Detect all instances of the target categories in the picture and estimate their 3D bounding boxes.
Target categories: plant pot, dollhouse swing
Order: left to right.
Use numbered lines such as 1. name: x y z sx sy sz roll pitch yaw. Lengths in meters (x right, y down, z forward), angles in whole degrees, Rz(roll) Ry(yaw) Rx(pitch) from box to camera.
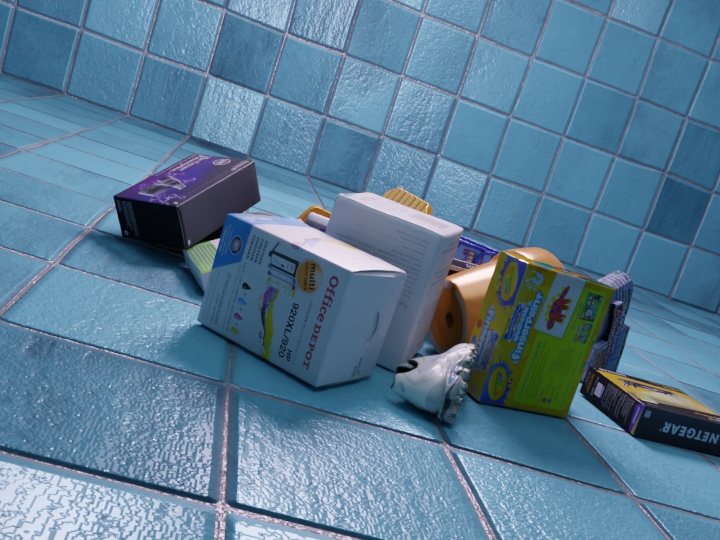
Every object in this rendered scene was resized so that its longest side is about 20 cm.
1. dollhouse swing: 0.000 -0.096 1.513 0.180 0.178 0.200 26 7 -30
2. plant pot: 0.210 0.069 1.294 0.180 0.204 0.200 -4 20 -26

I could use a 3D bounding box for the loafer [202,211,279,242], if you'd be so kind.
1. loafer: -0.214 -0.063 1.393 0.196 0.077 0.068 8 21 5

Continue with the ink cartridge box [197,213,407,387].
1. ink cartridge box: -0.072 0.033 1.019 0.198 0.149 0.144 24 12 28

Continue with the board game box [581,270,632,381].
1. board game box: 0.439 0.120 1.509 0.061 0.203 0.199 24 25 31

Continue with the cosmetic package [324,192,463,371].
1. cosmetic package: 0.031 0.009 1.181 0.164 0.203 0.167 21 11 13

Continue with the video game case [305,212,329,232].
1. video game case: 0.000 0.000 1.349 0.197 0.022 0.183 21 -34 11

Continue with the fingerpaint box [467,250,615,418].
1. fingerpaint box: 0.246 0.092 1.154 0.165 0.203 0.073 13 10 -27

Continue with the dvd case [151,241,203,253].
1. dvd case: -0.300 -0.058 1.432 0.147 0.016 0.200 15 13 -21

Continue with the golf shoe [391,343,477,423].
1. golf shoe: 0.097 0.129 1.054 0.096 0.080 0.200 15 8 13

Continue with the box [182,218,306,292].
1. box: -0.159 -0.025 1.231 0.197 0.037 0.144 -14 21 -18

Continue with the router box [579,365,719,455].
1. router box: 0.479 0.225 1.312 0.197 0.053 0.157 16 11 -21

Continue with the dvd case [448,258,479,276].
1. dvd case: 0.177 0.046 1.449 0.197 0.151 0.025 15 44 -24

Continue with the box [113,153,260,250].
1. box: -0.278 -0.118 1.328 0.139 0.080 0.200 12 33 27

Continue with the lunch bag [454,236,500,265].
1. lunch bag: 0.225 0.029 1.577 0.198 0.153 0.094 22 11 19
